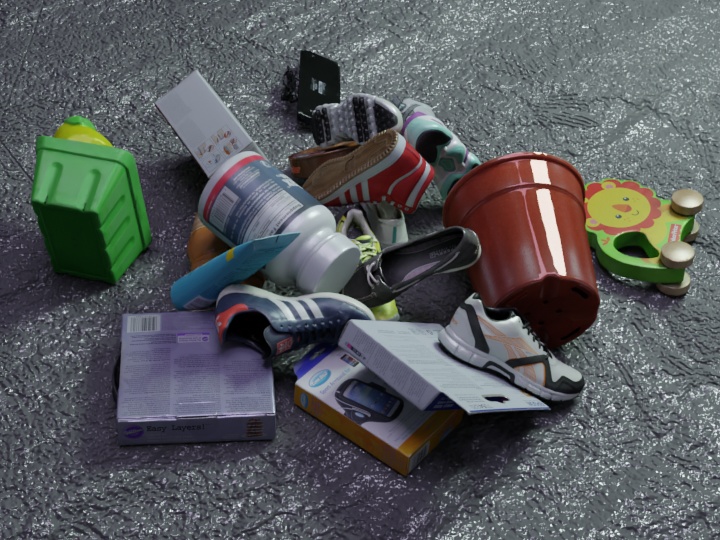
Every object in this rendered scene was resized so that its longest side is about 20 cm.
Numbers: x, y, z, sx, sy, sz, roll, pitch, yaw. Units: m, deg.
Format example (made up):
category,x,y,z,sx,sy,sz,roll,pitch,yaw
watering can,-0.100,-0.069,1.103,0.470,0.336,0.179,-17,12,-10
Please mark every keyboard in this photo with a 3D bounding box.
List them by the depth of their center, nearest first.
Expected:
category,x,y,z,sx,sy,sz,roll,pitch,yaw
keyboard,-0.085,-0.291,2.033,0.103,0.040,0.201,21,37,-17

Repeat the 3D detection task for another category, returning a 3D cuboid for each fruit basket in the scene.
category,x,y,z,sx,sy,sz,roll,pitch,yaw
fruit basket,-0.359,-0.115,1.664,0.154,0.217,0.216,11,41,7

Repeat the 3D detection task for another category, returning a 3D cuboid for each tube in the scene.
category,x,y,z,sx,sy,sz,roll,pitch,yaw
tube,-0.161,-0.002,1.534,0.077,0.199,0.051,-19,82,-48

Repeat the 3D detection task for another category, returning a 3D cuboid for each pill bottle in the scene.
category,x,y,z,sx,sy,sz,roll,pitch,yaw
pill bottle,-0.101,-0.051,1.593,0.200,0.120,0.119,39,50,20

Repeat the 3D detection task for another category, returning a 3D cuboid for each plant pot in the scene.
category,x,y,z,sx,sy,sz,roll,pitch,yaw
plant pot,0.221,-0.014,1.630,0.199,0.202,0.196,-2,49,-9

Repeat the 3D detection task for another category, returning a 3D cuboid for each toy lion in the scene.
category,x,y,z,sx,sy,sz,roll,pitch,yaw
toy lion,0.390,-0.061,1.793,0.190,0.069,0.201,9,41,15

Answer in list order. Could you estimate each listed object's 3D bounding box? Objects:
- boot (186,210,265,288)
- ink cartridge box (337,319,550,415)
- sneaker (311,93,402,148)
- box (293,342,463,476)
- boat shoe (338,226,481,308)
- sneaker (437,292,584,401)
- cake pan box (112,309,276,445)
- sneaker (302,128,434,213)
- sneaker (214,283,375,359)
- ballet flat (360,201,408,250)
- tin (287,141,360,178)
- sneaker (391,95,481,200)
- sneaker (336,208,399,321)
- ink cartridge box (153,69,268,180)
category,x,y,z,sx,sy,sz,roll,pitch,yaw
boot,-0.136,-0.026,1.681,0.198,0.077,0.156,2,42,-7
ink cartridge box,0.101,0.127,1.486,0.200,0.044,0.196,38,18,33
sneaker,0.008,-0.217,1.786,0.080,0.076,0.199,-8,8,-31
box,0.013,0.156,1.517,0.199,0.042,0.119,29,46,27
boat shoe,0.055,-0.009,1.580,0.198,0.057,0.067,-22,64,13
sneaker,0.198,0.096,1.530,0.199,0.080,0.074,25,13,-16
cake pan box,-0.204,0.127,1.519,0.198,0.053,0.185,-2,39,-8
sneaker,0.012,-0.115,1.731,0.112,0.199,0.072,34,47,-34
sneaker,-0.081,0.074,1.514,0.198,0.075,0.085,5,37,-1
ballet flat,0.030,-0.110,1.801,0.069,0.070,0.201,-5,42,-12
tin,-0.011,-0.175,1.855,0.198,0.042,0.112,-17,8,-22
sneaker,0.107,-0.186,1.809,0.077,0.200,0.140,-35,48,4
sneaker,0.000,0.000,1.664,0.075,0.077,0.201,-9,45,-18
ink cartridge box,-0.189,-0.164,1.804,0.084,0.176,0.200,-38,50,-1
